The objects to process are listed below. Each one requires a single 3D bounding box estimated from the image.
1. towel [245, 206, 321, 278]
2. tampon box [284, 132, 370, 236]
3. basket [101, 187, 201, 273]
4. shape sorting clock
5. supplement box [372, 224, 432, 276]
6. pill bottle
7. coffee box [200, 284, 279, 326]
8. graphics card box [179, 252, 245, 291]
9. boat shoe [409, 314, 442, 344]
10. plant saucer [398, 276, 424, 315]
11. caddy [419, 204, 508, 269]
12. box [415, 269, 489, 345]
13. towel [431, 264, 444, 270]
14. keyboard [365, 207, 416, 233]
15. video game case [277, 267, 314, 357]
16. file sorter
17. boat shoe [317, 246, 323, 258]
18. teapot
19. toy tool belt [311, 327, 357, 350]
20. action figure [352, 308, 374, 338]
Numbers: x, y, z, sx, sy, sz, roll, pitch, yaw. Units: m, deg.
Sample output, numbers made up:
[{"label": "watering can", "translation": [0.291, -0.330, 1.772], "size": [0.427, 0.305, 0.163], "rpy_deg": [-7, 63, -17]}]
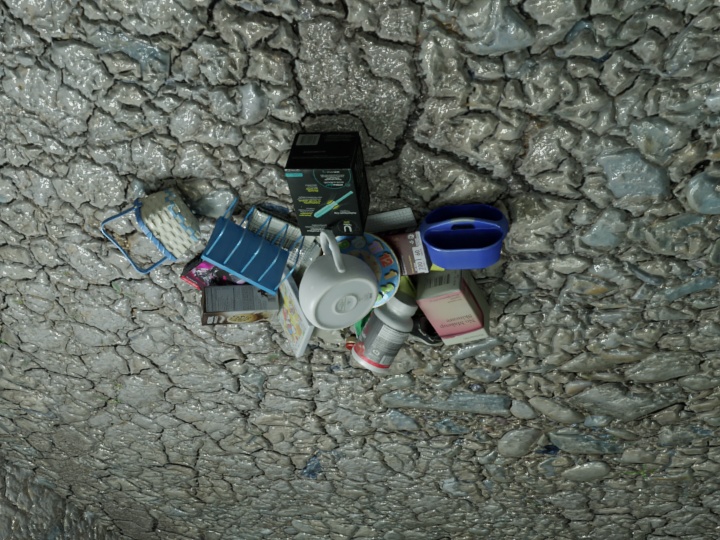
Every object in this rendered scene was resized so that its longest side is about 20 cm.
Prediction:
[{"label": "towel", "translation": [-0.206, -0.063, 1.721], "size": [0.200, 0.035, 0.193], "rpy_deg": [21, 137, -13]}, {"label": "tampon box", "translation": [-0.068, -0.188, 1.487], "size": [0.150, 0.126, 0.200], "rpy_deg": [1, 138, 11]}, {"label": "basket", "translation": [-0.507, -0.095, 1.651], "size": [0.200, 0.139, 0.176], "rpy_deg": [-31, 131, -2]}, {"label": "shape sorting clock", "translation": [0.000, 0.000, 1.607], "size": [0.200, 0.039, 0.200], "rpy_deg": [6, 111, 15]}, {"label": "supplement box", "translation": [0.065, -0.039, 1.628], "size": [0.200, 0.061, 0.109], "rpy_deg": [-9, 106, 20]}, {"label": "pill bottle", "translation": [0.068, 0.153, 1.721], "size": [0.111, 0.111, 0.200], "rpy_deg": [24, 108, -15]}, {"label": "coffee box", "translation": [-0.331, 0.094, 1.819], "size": [0.200, 0.080, 0.113], "rpy_deg": [-2, 160, -16]}, {"label": "graphics card box", "translation": [-0.382, 0.002, 1.801], "size": [0.125, 0.051, 0.200], "rpy_deg": [36, 138, -27]}, {"label": "boat shoe", "translation": [0.191, 0.157, 1.819], "size": [0.060, 0.074, 0.200], "rpy_deg": [-12, 156, 37]}, {"label": "plant saucer", "translation": [0.058, 0.055, 1.790], "size": [0.200, 0.048, 0.200], "rpy_deg": [-13, 134, 23]}, {"label": "caddy", "translation": [0.237, -0.084, 1.532], "size": [0.200, 0.141, 0.105], "rpy_deg": [-2, 140, 12]}, {"label": "box", "translation": [0.243, 0.087, 1.743], "size": [0.128, 0.109, 0.200], "rpy_deg": [-16, 132, 25]}, {"label": "towel", "translation": [0.109, -0.044, 1.657], "size": [0.200, 0.018, 0.086], "rpy_deg": [2, 110, 15]}, {"label": "keyboard", "translation": [0.036, -0.114, 1.636], "size": [0.200, 0.011, 0.056], "rpy_deg": [-10, 134, 21]}, {"label": "video game case", "translation": [-0.185, 0.116, 1.803], "size": [0.023, 0.182, 0.200], "rpy_deg": [-18, 156, -24]}, {"label": "file sorter", "translation": [-0.251, -0.064, 1.609], "size": [0.200, 0.139, 0.123], "rpy_deg": [28, 136, -17]}, {"label": "boat shoe", "translation": [-0.092, -0.004, 1.722], "size": [0.059, 0.072, 0.200], "rpy_deg": [-4, 145, -25]}, {"label": "teapot", "translation": [-0.063, 0.027, 1.540], "size": [0.200, 0.146, 0.197], "rpy_deg": [-46, 139, 17]}, {"label": "toy tool belt", "translation": [-0.068, 0.133, 1.855], "size": [0.200, 0.123, 0.125], "rpy_deg": [27, 150, -25]}, {"label": "action figure", "translation": [0.022, 0.157, 1.810], "size": [0.118, 0.055, 0.200], "rpy_deg": [-18, 132, -19]}]
